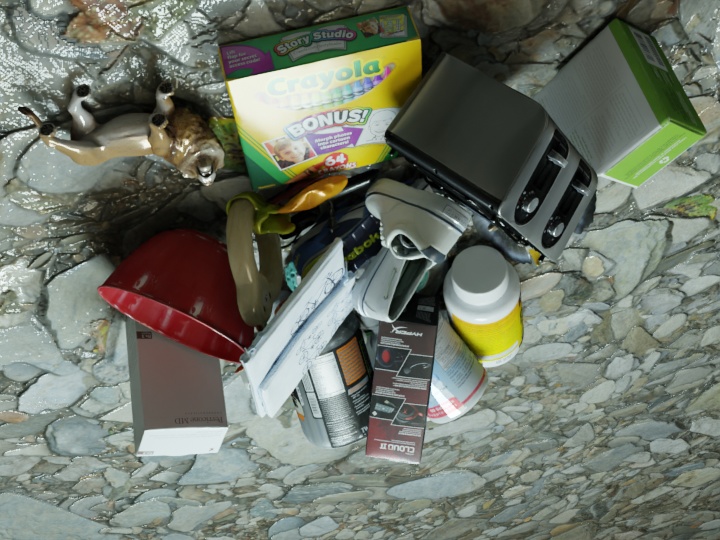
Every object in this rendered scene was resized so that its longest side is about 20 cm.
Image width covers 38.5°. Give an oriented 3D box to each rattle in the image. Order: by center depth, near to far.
[{"bbox_3d":[-0.077,0.008,1.154,0.141,0.202,0.130,-4,160,-2],"label":"rattle"}]

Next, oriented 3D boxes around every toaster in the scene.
[{"bbox_3d":[0.135,-0.118,1.080,0.119,0.199,0.181,-55,147,3],"label":"toaster"}]

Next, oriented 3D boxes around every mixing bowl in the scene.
[{"bbox_3d":[-0.201,0.019,1.235,0.198,0.109,0.200,22,164,6],"label":"mixing bowl"}]

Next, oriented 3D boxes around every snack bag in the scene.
[{"bbox_3d":[-0.065,0.068,1.192,0.189,0.021,0.200,-52,163,-20],"label":"snack bag"}]

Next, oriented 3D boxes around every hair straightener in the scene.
[{"bbox_3d":[-0.060,-0.072,1.225,0.199,0.041,0.077,-29,104,20],"label":"hair straightener"}]

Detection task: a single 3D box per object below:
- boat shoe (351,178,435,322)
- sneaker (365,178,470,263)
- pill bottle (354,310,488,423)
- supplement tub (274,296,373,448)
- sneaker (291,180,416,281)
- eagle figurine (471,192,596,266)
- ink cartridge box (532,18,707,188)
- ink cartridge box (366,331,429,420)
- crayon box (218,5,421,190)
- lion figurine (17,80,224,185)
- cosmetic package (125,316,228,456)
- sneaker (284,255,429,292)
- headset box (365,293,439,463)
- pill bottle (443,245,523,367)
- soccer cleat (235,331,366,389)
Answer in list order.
[{"bbox_3d":[0.068,-0.025,1.243,0.073,0.066,0.201,35,82,-49],"label":"boat shoe"},{"bbox_3d":[0.046,-0.053,1.138,0.073,0.200,0.071,35,85,-21],"label":"sneaker"},{"bbox_3d":[0.084,0.110,1.455,0.108,0.109,0.200,-32,107,25],"label":"pill bottle"},{"bbox_3d":[-0.046,0.133,1.428,0.121,0.123,0.202,-15,112,1],"label":"supplement tub"},{"bbox_3d":[-0.003,-0.056,1.283,0.199,0.082,0.074,-33,130,-7],"label":"sneaker"},{"bbox_3d":[0.213,-0.078,1.312,0.150,0.152,0.200,21,-172,15],"label":"eagle figurine"},{"bbox_3d":[0.263,-0.157,1.164,0.075,0.149,0.200,9,141,-39],"label":"ink cartridge box"},{"bbox_3d":[0.071,0.168,1.628,0.144,0.088,0.201,-15,146,1],"label":"ink cartridge box"},{"bbox_3d":[-0.035,-0.178,1.089,0.198,0.059,0.173,-14,147,-4],"label":"crayon box"},{"bbox_3d":[-0.241,-0.138,1.069,0.197,0.073,0.123,3,159,-2],"label":"lion figurine"},{"bbox_3d":[-0.241,0.134,1.340,0.112,0.202,0.081,-1,145,-22],"label":"cosmetic package"},{"bbox_3d":[0.000,0.000,1.359,0.198,0.091,0.078,-2,109,16],"label":"sneaker"},{"bbox_3d":[0.054,0.143,1.328,0.074,0.149,0.202,7,104,4],"label":"headset box"},{"bbox_3d":[0.176,0.049,1.472,0.108,0.110,0.201,-16,148,2],"label":"pill bottle"},{"bbox_3d":[-0.084,0.130,1.514,0.198,0.078,0.070,-8,147,-11],"label":"soccer cleat"}]
